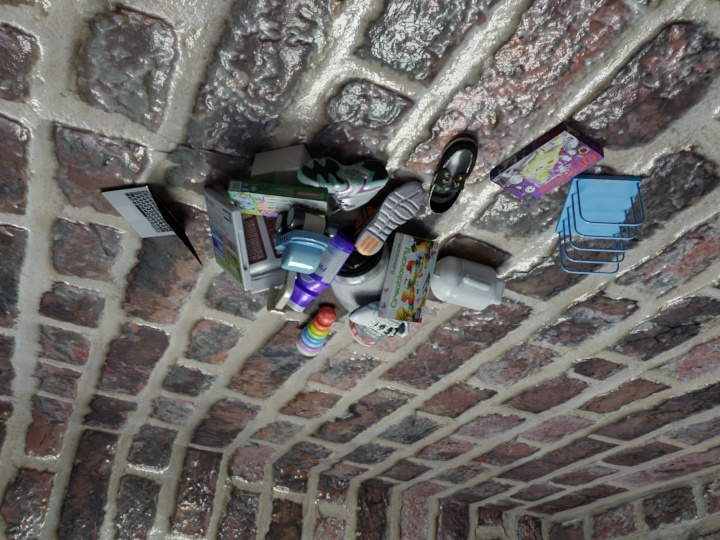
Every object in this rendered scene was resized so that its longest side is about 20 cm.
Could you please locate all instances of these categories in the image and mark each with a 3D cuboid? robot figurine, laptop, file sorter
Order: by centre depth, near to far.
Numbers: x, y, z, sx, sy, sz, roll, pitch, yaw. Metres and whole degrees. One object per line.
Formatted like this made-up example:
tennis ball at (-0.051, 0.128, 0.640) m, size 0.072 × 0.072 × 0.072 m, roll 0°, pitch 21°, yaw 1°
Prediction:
file sorter at (0.508, -0.093, 1.542) m, size 0.138 × 0.123 × 0.200 m, roll 3°, pitch 149°, yaw 4°
laptop at (-0.487, -0.098, 1.690) m, size 0.199 × 0.116 × 0.187 m, roll -5°, pitch 146°, yaw 16°
robot figurine at (0.257, 0.031, 1.786) m, size 0.199 × 0.113 × 0.170 m, roll 15°, pitch 171°, yaw -16°

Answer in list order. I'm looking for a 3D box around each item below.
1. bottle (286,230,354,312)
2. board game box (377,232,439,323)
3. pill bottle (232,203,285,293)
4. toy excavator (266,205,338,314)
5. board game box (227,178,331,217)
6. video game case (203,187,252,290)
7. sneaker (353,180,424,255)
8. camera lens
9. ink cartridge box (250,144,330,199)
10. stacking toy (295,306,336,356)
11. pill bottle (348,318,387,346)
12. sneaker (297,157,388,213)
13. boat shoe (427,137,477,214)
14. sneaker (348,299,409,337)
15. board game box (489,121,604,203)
bottle at (-0.097, 0.000, 1.618) m, size 0.200 × 0.083 × 0.065 m, roll -55°, pitch 155°, yaw 11°
board game box at (0.113, 0.020, 1.694) m, size 0.126 × 0.201 × 0.035 m, roll 10°, pitch -177°, yaw -43°
pill bottle at (-0.225, -0.057, 1.616) m, size 0.114 × 0.201 × 0.114 m, roll -15°, pitch 180°, yaw 0°
toy excavator at (-0.140, -0.015, 1.504) m, size 0.100 × 0.201 × 0.194 m, roll 15°, pitch 166°, yaw -25°
board game box at (-0.163, -0.142, 1.488) m, size 0.199 × 0.029 × 0.135 m, roll 7°, pitch 165°, yaw 2°
video game case at (-0.292, -0.072, 1.586) m, size 0.022 × 0.200 × 0.183 m, roll -16°, pitch 116°, yaw -25°
sneaker at (0.051, -0.133, 1.596) m, size 0.200 × 0.112 × 0.078 m, roll -44°, pitch 117°, yaw 10°
camera lens at (0.000, 0.000, 1.731) m, size 0.159 × 0.161 × 0.200 m, roll -2°, pitch 148°, yaw 12°
ink cartridge box at (-0.139, -0.174, 1.560) m, size 0.117 × 0.068 × 0.200 m, roll -7°, pitch 145°, yaw 18°
stacking toy at (-0.120, 0.170, 2.107) m, size 0.085 × 0.086 × 0.200 m, roll 16°, pitch 141°, yaw -17°
pill bottle at (0.060, 0.119, 1.955) m, size 0.115 × 0.116 × 0.200 m, roll 19°, pitch 145°, yaw -21°
sneaker at (-0.050, -0.165, 1.512) m, size 0.199 × 0.078 × 0.140 m, roll 0°, pitch 149°, yaw -24°
boat shoe at (0.191, -0.193, 1.490) m, size 0.073 × 0.063 × 0.202 m, roll 13°, pitch 146°, yaw -8°
sneaker at (0.051, 0.119, 1.717) m, size 0.072 × 0.073 × 0.200 m, roll -40°, pitch 148°, yaw 28°
board game box at (0.374, -0.213, 1.462) m, size 0.120 × 0.032 × 0.200 m, roll 20°, pitch 145°, yaw -30°
